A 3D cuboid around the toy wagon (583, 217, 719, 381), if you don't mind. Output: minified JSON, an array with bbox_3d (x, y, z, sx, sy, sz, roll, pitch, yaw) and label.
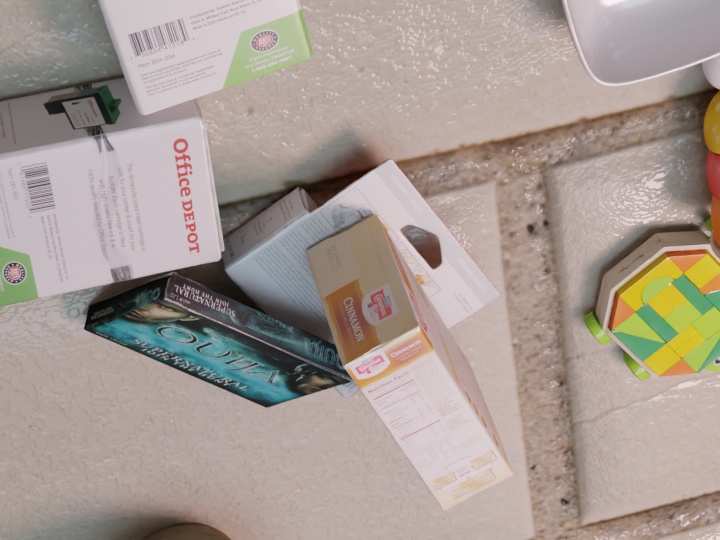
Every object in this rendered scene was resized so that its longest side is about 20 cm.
[{"bbox_3d":[0.309,0.042,1.871,0.155,0.040,0.200,-39,127,14],"label":"toy wagon"}]

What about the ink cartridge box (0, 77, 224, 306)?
[{"bbox_3d":[-0.219,-0.067,1.598,0.198,0.085,0.147,-12,129,-9],"label":"ink cartridge box"}]

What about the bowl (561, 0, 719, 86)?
[{"bbox_3d":[0.244,-0.262,1.598,0.198,0.075,0.201,-20,129,-2],"label":"bowl"}]

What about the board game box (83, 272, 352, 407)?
[{"bbox_3d":[-0.119,0.062,1.716,0.199,0.028,0.135,25,153,-30],"label":"board game box"}]

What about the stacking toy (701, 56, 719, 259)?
[{"bbox_3d":[0.340,-0.115,1.726,0.145,0.146,0.201,-27,112,5],"label":"stacking toy"}]

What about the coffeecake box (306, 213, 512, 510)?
[{"bbox_3d":[0.041,0.078,1.688,0.073,0.154,0.201,-27,129,7],"label":"coffeecake box"}]

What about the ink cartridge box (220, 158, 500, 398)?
[{"bbox_3d":[0.000,0.000,1.742,0.173,0.044,0.200,-34,129,9],"label":"ink cartridge box"}]

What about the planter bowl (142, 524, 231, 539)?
[{"bbox_3d":[-0.158,0.327,1.883,0.198,0.135,0.202,-8,128,-10],"label":"planter bowl"}]

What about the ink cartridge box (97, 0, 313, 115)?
[{"bbox_3d":[-0.132,-0.237,1.495,0.144,0.084,0.201,-18,130,-3],"label":"ink cartridge box"}]
